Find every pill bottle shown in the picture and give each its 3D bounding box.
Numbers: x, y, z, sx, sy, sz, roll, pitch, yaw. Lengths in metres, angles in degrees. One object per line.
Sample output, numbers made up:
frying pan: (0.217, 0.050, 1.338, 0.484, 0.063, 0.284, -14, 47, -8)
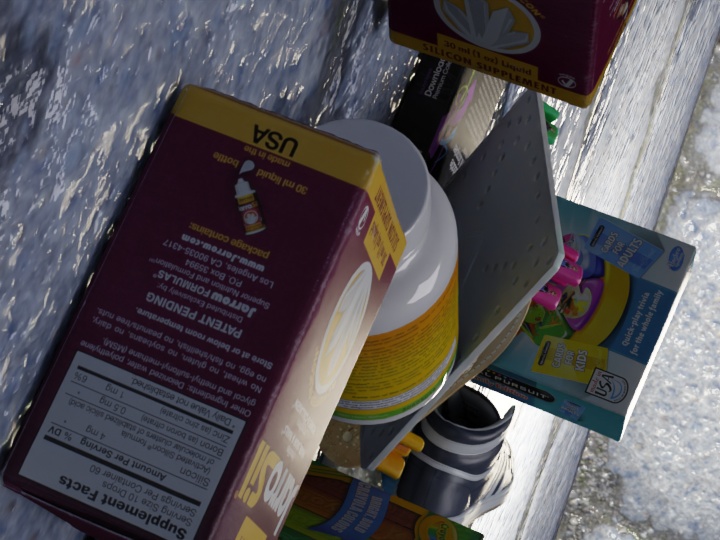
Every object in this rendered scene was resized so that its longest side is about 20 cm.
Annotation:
pill bottle: (0.000, 0.000, 1.153, 0.200, 0.111, 0.111, 85, 29, -63)

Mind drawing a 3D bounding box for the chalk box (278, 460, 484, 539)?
chalk box: (-0.005, 0.215, 1.271, 0.125, 0.199, 0.124, -43, 152, -63)

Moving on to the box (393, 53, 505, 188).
box: (0.074, -0.144, 1.415, 0.143, 0.036, 0.201, 51, 60, -75)

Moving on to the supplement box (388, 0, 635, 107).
supplement box: (0.091, -0.197, 1.143, 0.200, 0.131, 0.103, 83, 30, -63)

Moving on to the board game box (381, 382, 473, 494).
board game box: (0.035, 0.122, 1.629, 0.200, 0.056, 0.196, -43, 151, -64)

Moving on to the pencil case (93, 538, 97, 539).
pencil case: (-0.115, 0.225, 1.077, 0.085, 0.092, 0.201, -44, 153, -62)

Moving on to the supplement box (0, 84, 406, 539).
supplement box: (-0.066, 0.037, 0.954, 0.131, 0.103, 0.200, 67, 46, -73)

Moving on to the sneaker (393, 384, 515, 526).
sneaker: (0.085, 0.126, 1.556, 0.200, 0.070, 0.109, -31, 141, -66)

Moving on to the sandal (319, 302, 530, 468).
sandal: (0.047, 0.054, 1.430, 0.212, 0.078, 0.070, -49, 172, 2)

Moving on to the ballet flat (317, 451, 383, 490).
ballet flat: (-0.014, 0.215, 1.516, 0.072, 0.072, 0.201, -31, 140, -70)

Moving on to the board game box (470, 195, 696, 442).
board game box: (0.126, 0.018, 1.509, 0.047, 0.199, 0.151, 89, 25, -61)

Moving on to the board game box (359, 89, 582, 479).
board game box: (0.066, 0.007, 1.310, 0.200, 0.026, 0.200, -49, -158, 28)
